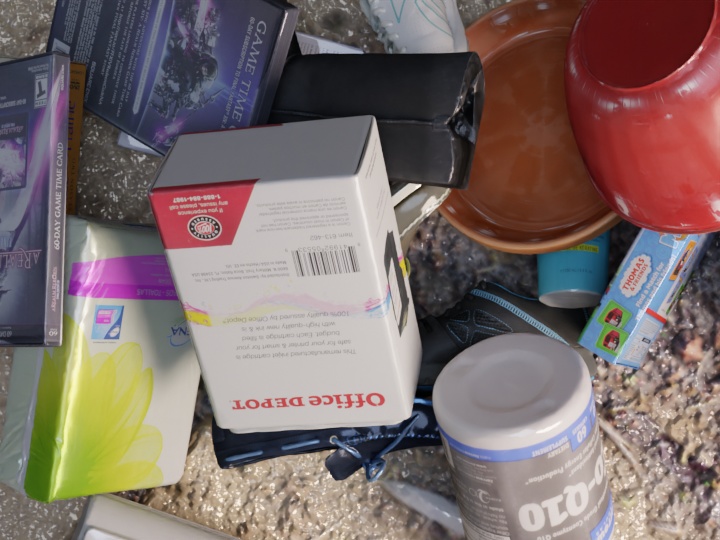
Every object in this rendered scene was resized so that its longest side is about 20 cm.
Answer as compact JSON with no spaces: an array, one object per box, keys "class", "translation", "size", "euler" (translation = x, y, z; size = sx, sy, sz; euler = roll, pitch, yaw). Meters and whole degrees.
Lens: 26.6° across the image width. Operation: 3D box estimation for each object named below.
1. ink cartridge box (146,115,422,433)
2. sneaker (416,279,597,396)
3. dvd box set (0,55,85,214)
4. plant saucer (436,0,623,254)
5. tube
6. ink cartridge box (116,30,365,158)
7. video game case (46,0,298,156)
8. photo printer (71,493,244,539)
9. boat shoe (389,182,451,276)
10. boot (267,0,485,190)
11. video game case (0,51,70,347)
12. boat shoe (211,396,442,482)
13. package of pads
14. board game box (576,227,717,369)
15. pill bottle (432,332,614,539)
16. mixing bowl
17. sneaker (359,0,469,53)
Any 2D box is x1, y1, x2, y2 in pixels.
[{"class":"ink cartridge box","translation":[-0.046,0.006,1.050],"size":[0.145,0.083,0.201],"euler":[-4,123,13]},{"class":"sneaker","translation":[0.079,0.052,1.166],"size":[0.198,0.073,0.083],"euler":[-2,79,-5]},{"class":"dvd box set","translation":[-0.276,-0.061,1.145],"size":[0.145,0.029,0.202],"euler":[7,94,29]},{"class":"plant saucer","translation":[0.135,-0.108,1.125],"size":[0.199,0.032,0.202],"euler":[-8,70,23]},{"class":"tube","translation":[0.160,-0.074,1.147],"size":[0.077,0.050,0.202],"euler":[3,74,-5]},{"class":"ink cartridge box","translation":[-0.075,-0.128,1.162],"size":[0.199,0.042,0.120],"euler":[15,94,3]},{"class":"video game case","translation":[-0.143,-0.160,1.094],"size":[0.199,0.019,0.144],"euler":[31,117,24]},{"class":"photo printer","translation":[-0.139,0.271,1.156],"size":[0.199,0.070,0.167],"euler":[20,108,-11]},{"class":"boat shoe","translation":[0.001,-0.001,1.137],"size":[0.060,0.072,0.202],"euler":[46,114,-1]},{"class":"boot","translation":[-0.009,-0.147,1.066],"size":[0.199,0.066,0.166],"euler":[10,106,32]},{"class":"video game case","translation":[-0.257,-0.047,1.082],"size":[0.142,0.019,0.202],"euler":[-3,84,42]},{"class":"boat shoe","translation":[-0.014,0.130,1.165],"size":[0.198,0.084,0.069],"euler":[0,75,15]},{"class":"package of pads","translation":[-0.183,0.063,1.124],"size":[0.068,0.154,0.202],"euler":[12,94,32]},{"class":"board game box","translation":[0.231,-0.024,1.108],"size":[0.036,0.151,0.201],"euler":[31,94,17]},{"class":"pill bottle","translation":[0.124,0.156,1.109],"size":[0.113,0.114,0.201],"euler":[-14,124,2]},{"class":"mixing bowl","translation":[0.209,-0.135,0.996],"size":[0.199,0.108,0.201],"euler":[-17,59,31]},{"class":"sneaker","translation":[0.037,-0.184,1.122],"size":[0.080,0.070,0.202],"euler":[2,72,-11]}]
